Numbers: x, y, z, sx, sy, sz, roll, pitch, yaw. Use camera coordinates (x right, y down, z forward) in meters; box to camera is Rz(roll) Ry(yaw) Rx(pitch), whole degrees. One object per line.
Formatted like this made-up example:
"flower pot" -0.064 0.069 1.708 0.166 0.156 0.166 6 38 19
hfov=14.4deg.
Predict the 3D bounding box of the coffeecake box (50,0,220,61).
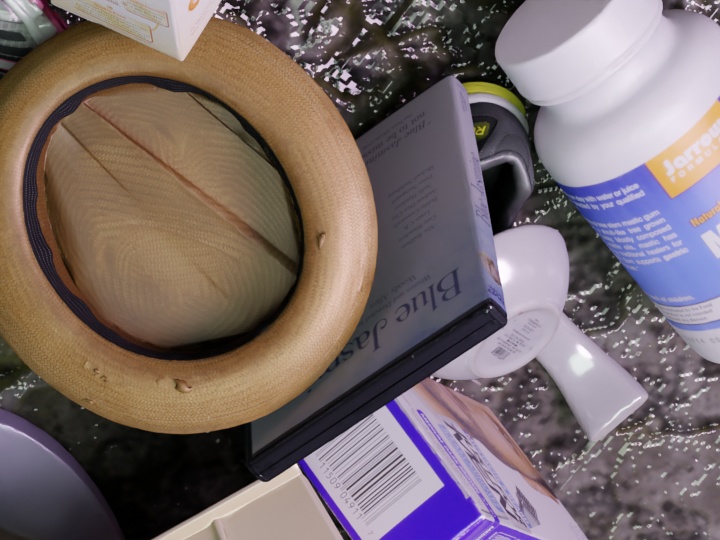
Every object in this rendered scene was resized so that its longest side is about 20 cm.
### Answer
"coffeecake box" -0.077 -0.210 1.212 0.073 0.200 0.154 24 67 12

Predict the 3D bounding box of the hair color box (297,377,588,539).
"hair color box" 0.041 0.110 1.418 0.065 0.200 0.109 -39 69 7

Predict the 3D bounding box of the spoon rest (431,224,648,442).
"spoon rest" 0.080 0.030 1.440 0.099 0.061 0.200 -40 148 8

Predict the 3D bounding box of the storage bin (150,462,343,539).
"storage bin" -0.067 0.216 1.361 0.199 0.094 0.200 -30 143 -2

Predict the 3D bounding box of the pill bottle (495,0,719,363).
"pill bottle" 0.157 -0.058 1.422 0.112 0.112 0.200 -38 114 8

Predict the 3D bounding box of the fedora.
"fedora" -0.087 -0.024 1.330 0.200 0.082 0.201 0 91 3

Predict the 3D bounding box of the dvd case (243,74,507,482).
"dvd case" 0.000 0.000 1.362 0.143 0.200 0.018 -34 121 18

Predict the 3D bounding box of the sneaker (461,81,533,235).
"sneaker" 0.021 -0.002 1.439 0.074 0.085 0.200 25 105 -16

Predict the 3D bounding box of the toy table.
"toy table" -0.182 0.179 1.468 0.184 0.117 0.200 -33 115 6

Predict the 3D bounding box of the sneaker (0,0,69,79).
"sneaker" -0.175 -0.090 1.377 0.087 0.074 0.200 -37 118 1
